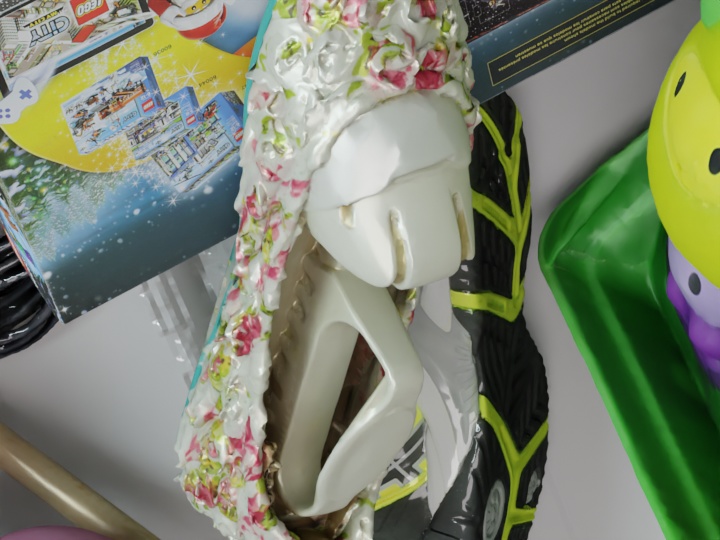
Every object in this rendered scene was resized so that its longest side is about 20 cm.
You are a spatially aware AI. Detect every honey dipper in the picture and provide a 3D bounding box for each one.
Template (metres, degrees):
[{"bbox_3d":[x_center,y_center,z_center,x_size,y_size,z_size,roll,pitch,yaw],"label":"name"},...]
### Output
[{"bbox_3d":[-0.059,0.092,0.900,0.200,0.038,0.038,35,113,5],"label":"honey dipper"}]

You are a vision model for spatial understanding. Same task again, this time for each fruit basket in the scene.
[{"bbox_3d":[0.123,-0.001,0.787,0.156,0.216,0.216,-40,110,16],"label":"fruit basket"}]

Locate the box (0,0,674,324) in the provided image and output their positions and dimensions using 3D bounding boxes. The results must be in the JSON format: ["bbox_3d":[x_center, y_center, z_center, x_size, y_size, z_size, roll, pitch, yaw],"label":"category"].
[{"bbox_3d":[-0.016,-0.086,0.779,0.200,0.038,0.137,-28,138,-10],"label":"box"}]

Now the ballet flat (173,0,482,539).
[{"bbox_3d":[0.000,0.000,0.791,0.076,0.064,0.200,-15,134,-32],"label":"ballet flat"}]

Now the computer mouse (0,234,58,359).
[{"bbox_3d":[-0.137,-0.062,0.843,0.200,0.053,0.138,41,110,-19],"label":"computer mouse"}]

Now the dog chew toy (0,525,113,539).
[{"bbox_3d":[-0.128,0.142,0.889,0.125,0.125,0.200,41,127,-19],"label":"dog chew toy"}]

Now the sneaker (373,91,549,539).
[{"bbox_3d":[0.010,0.032,0.893,0.076,0.075,0.200,7,116,19],"label":"sneaker"}]
